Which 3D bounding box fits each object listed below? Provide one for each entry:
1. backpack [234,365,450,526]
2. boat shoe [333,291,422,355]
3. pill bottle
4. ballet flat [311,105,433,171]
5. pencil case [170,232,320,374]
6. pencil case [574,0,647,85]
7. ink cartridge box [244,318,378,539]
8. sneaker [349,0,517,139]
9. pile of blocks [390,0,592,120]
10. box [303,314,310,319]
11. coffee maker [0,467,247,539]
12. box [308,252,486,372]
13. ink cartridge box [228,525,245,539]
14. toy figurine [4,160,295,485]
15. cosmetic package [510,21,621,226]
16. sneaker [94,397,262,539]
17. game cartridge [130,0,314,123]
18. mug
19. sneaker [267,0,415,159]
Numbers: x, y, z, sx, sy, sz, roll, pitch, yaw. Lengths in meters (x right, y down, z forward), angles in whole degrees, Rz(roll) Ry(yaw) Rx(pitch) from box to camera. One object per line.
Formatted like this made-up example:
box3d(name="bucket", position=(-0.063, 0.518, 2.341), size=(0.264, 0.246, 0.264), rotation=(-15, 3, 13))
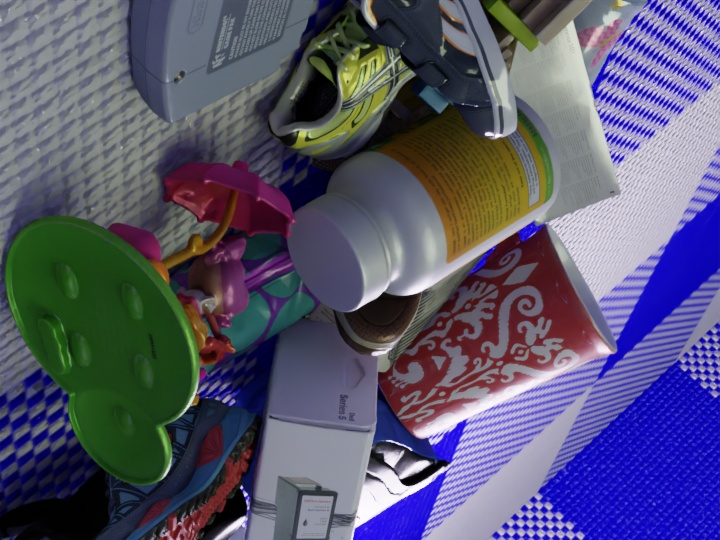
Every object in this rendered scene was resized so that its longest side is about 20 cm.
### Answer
box3d(name="backpack", position=(-0.043, 0.160, 1.388), size=(0.162, 0.168, 0.200), rotation=(-39, 160, 8))
box3d(name="boat shoe", position=(0.006, 0.001, 1.180), size=(0.203, 0.075, 0.075), rotation=(-88, -166, -48))
box3d(name="pill bottle", position=(0.045, -0.050, 1.098), size=(0.200, 0.111, 0.111), rotation=(-31, 156, -33))
box3d(name="ballet flat", position=(0.044, -0.106, 1.197), size=(0.200, 0.065, 0.070), rotation=(-29, 178, -39))
box3d(name="pencil case", position=(-0.119, 0.035, 1.105), size=(0.200, 0.085, 0.092), rotation=(-32, 176, -40))
box3d(name="pencil case", position=(0.174, -0.184, 1.310), size=(0.091, 0.083, 0.200), rotation=(-7, 137, -43))
box3d(name="ink cartridge box", position=(-0.042, 0.158, 1.177), size=(0.146, 0.084, 0.200), rotation=(-88, -173, -60))
box3d(name="sneaker", position=(0.036, -0.166, 0.955), size=(0.079, 0.200, 0.078), rotation=(-26, -158, -6))
box3d(name="pile of blocks", position=(0.071, -0.169, 1.063), size=(0.200, 0.062, 0.082), rotation=(-31, -150, 38))
box3d(name="box", position=(0.010, -0.028, 1.336), size=(0.200, 0.038, 0.137), rotation=(-39, 160, -25))
box3d(name="coffee maker", position=(-0.181, 0.220, 1.199), size=(0.192, 0.135, 0.200), rotation=(-18, -168, 32))
box3d(name="box", position=(0.051, -0.008, 1.297), size=(0.200, 0.068, 0.082), rotation=(-50, 161, 7))
box3d(name="ink cartridge box", position=(-0.177, 0.296, 1.327), size=(0.200, 0.196, 0.043), rotation=(-37, 157, -30))
box3d(name="toy figurine", position=(-0.113, 0.013, 0.985), size=(0.184, 0.150, 0.200), rotation=(-43, 138, -45))
box3d(name="cosmetic package", position=(0.157, -0.135, 1.257), size=(0.082, 0.051, 0.200), rotation=(-19, 131, 6))
box3d(name="sneaker", position=(-0.152, 0.157, 1.056), size=(0.200, 0.095, 0.079), rotation=(-48, 157, -54))
box3d(name="game cartridge", position=(-0.071, -0.180, 0.859), size=(0.133, 0.040, 0.200), rotation=(-37, 159, -40))
box3d(name="mug", position=(0.111, 0.046, 1.376), size=(0.200, 0.178, 0.133), rotation=(-30, 144, 12))
box3d(name="sneaker", position=(0.009, -0.156, 1.023), size=(0.200, 0.075, 0.076), rotation=(-57, 160, 22))
